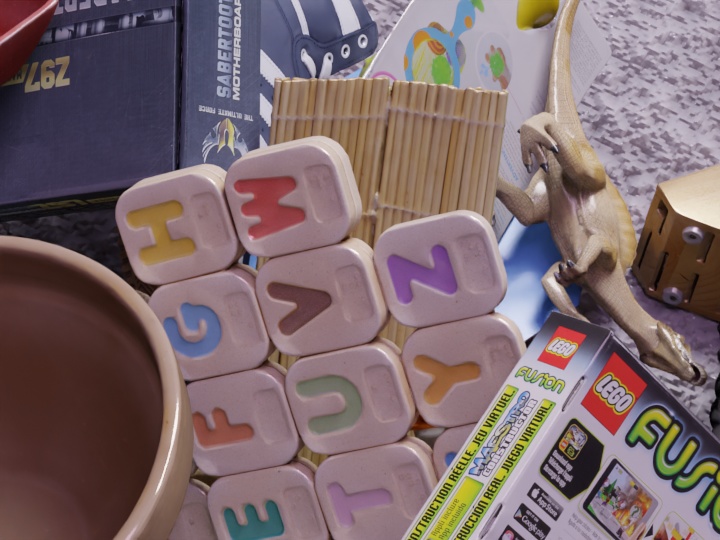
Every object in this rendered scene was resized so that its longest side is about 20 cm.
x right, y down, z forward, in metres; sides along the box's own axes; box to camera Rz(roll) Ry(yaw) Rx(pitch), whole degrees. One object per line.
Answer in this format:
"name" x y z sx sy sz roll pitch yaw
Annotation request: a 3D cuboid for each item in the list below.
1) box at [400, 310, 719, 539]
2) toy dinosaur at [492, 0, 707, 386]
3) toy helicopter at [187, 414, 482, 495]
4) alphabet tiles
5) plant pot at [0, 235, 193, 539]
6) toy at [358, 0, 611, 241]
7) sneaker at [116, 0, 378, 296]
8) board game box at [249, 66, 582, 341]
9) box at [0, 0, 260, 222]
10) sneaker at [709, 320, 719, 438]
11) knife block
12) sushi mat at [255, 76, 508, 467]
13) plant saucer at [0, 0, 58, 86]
"box" 0.109 0.116 0.927 0.035 0.200 0.110 19 70 52
"toy dinosaur" 0.091 -0.037 1.082 0.101 0.058 0.201 0 71 -54
"toy helicopter" 0.016 0.096 0.982 0.199 0.133 0.079 4 28 12
"alphabet tiles" -0.025 0.053 0.948 0.195 0.201 0.015 -12 11 25
"plant pot" -0.154 0.091 0.931 0.200 0.093 0.201 -7 48 7
"toy" 0.034 -0.071 1.085 0.047 0.115 0.200 2 47 43
"sneaker" -0.046 -0.061 1.067 0.108 0.070 0.201 7 76 -47
"board game box" 0.000 0.000 1.101 0.200 0.039 0.158 -33 66 -25
"box" -0.127 -0.104 1.037 0.051 0.199 0.158 6 82 -48
"sneaker" 0.177 0.050 1.041 0.098 0.071 0.201 35 83 11
"knife block" 0.245 -0.039 1.152 0.199 0.064 0.176 20 52 6
"sushi mat" 0.002 0.018 1.005 0.095 0.201 0.012 5 18 -7
"plant saucer" -0.248 -0.077 1.019 0.199 0.037 0.200 -40 45 -22
